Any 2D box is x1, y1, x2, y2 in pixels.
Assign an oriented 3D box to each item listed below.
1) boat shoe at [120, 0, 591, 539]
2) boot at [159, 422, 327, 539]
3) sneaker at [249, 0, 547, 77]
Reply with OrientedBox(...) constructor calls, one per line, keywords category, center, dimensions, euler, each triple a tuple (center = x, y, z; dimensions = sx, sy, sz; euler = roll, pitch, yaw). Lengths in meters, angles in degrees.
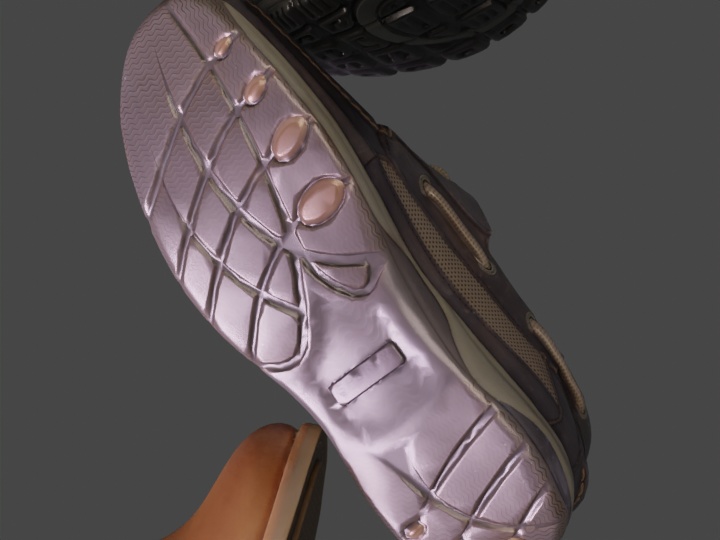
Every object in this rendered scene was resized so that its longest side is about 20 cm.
OrientedBox(category="boat shoe", center=(0.000, 0.000, 0.814), dimensions=(0.074, 0.073, 0.200), euler=(-31, 94, 29))
OrientedBox(category="boot", center=(-0.108, 0.109, 0.834), dimensions=(0.154, 0.074, 0.201), euler=(28, 97, 8))
OrientedBox(category="sneaker", center=(0.040, -0.133, 0.824), dimensions=(0.200, 0.076, 0.091), euler=(-32, 62, 13))
